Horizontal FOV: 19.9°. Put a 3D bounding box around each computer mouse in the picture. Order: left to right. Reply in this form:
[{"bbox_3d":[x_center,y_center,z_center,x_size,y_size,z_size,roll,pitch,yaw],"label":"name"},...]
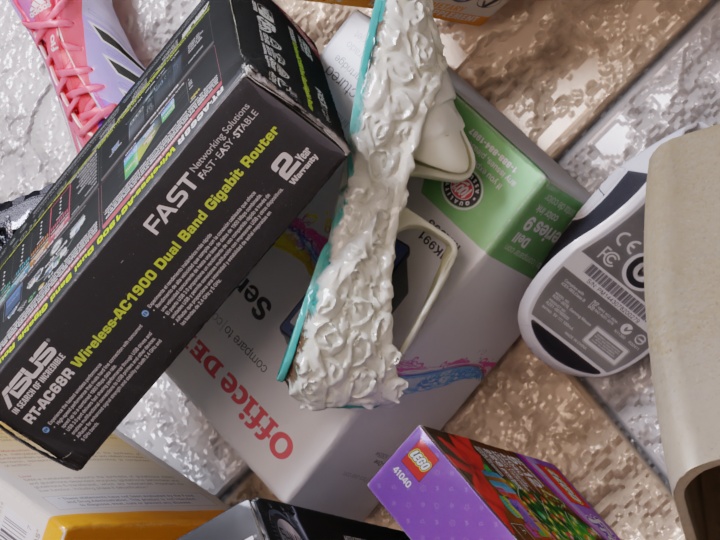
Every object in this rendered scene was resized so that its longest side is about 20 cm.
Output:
[{"bbox_3d":[0.147,-0.033,0.930,0.200,0.110,0.044,-44,23,20],"label":"computer mouse"}]

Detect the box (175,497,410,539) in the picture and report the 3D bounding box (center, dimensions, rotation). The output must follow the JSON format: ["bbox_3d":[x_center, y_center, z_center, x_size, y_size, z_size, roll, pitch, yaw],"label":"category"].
[{"bbox_3d":[-0.051,0.168,0.919,0.160,0.200,0.044,-32,64,20],"label":"box"}]

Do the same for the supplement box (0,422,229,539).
[{"bbox_3d":[-0.171,0.115,1.021,0.200,0.126,0.074,28,105,39],"label":"supplement box"}]

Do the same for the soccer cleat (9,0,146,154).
[{"bbox_3d":[-0.154,-0.119,1.125,0.067,0.076,0.201,-32,63,19],"label":"soccer cleat"}]

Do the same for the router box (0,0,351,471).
[{"bbox_3d":[-0.094,-0.026,0.944,0.200,0.062,0.150,-49,20,15],"label":"router box"}]

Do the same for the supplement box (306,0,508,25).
[{"bbox_3d":[0.052,-0.197,0.944,0.200,0.125,0.074,-40,54,51],"label":"supplement box"}]

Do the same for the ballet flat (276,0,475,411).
[{"bbox_3d":[0.016,-0.031,0.920,0.071,0.072,0.201,12,85,32],"label":"ballet flat"}]

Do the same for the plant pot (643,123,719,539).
[{"bbox_3d":[0.206,0.035,0.795,0.199,0.200,0.178,-17,49,5],"label":"plant pot"}]

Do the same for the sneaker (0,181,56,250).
[{"bbox_3d":[-0.173,-0.008,1.065,0.199,0.114,0.076,-17,94,40],"label":"sneaker"}]

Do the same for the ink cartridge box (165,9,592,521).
[{"bbox_3d":[0.000,0.000,1.000,0.200,0.087,0.145,-51,59,11],"label":"ink cartridge box"}]

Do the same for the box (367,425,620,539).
[{"bbox_3d":[0.103,0.155,0.869,0.039,0.137,0.200,-48,60,12],"label":"box"}]
